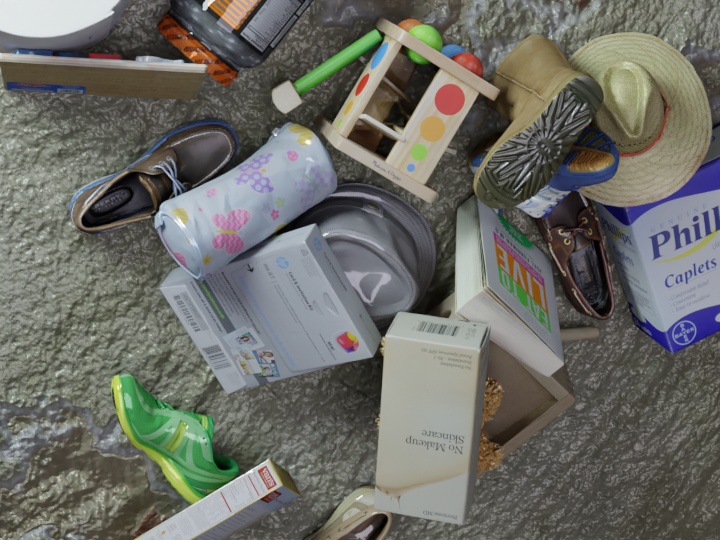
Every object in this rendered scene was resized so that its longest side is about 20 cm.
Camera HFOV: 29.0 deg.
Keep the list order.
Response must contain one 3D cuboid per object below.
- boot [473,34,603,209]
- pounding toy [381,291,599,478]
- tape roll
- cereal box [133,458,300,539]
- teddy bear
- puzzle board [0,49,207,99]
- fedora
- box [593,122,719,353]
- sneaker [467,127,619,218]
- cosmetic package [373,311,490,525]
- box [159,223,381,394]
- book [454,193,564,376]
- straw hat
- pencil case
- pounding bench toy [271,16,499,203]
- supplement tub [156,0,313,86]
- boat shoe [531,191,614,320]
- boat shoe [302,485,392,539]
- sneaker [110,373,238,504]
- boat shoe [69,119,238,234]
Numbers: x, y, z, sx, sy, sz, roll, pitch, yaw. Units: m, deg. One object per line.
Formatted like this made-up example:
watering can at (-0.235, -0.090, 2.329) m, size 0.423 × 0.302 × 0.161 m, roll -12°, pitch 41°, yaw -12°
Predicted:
boot at (0.170, -0.160, 1.479) m, size 0.175 × 0.200 × 0.066 m, roll -44°, pitch 111°, yaw 7°
pounding toy at (0.157, 0.108, 1.608) m, size 0.200 × 0.143 × 0.184 m, roll -41°, pitch 111°, yaw 18°
tape roll at (-0.310, -0.312, 1.332) m, size 0.201 × 0.139 × 0.205 m, roll 0°, pitch 90°, yaw -13°
cereal box at (-0.169, 0.285, 1.580) m, size 0.199 × 0.144 × 0.040 m, roll -31°, pitch 75°, yaw -3°
teddy bear at (0.088, 0.147, 1.510) m, size 0.143 × 0.067 × 0.202 m, roll 1°, pitch 116°, yaw 2°
puzzle board at (-0.261, -0.198, 1.404) m, size 0.198 × 0.151 × 0.018 m, roll 2°, pitch 87°, yaw -12°
fedora at (0.000, 0.000, 1.550) m, size 0.199 × 0.090 × 0.178 m, roll 31°, pitch 99°, yaw -19°
box at (0.392, -0.039, 1.617) m, size 0.183 × 0.105 × 0.201 m, roll -25°, pitch 110°, yaw -4°
sneaker at (0.210, -0.102, 1.521) m, size 0.075 × 0.199 × 0.089 m, roll -39°, pitch 117°, yaw -30°
cosmetic package at (0.074, 0.153, 1.449) m, size 0.102 × 0.073 × 0.202 m, roll 7°, pitch 110°, yaw 12°
box at (-0.099, 0.045, 1.513) m, size 0.199 × 0.041 × 0.157 m, roll -16°, pitch 117°, yaw 31°
book at (0.164, 0.015, 1.535) m, size 0.133 × 0.201 × 0.048 m, roll 39°, pitch 116°, yaw -21°
straw hat at (0.288, -0.177, 1.509) m, size 0.199 × 0.085 × 0.203 m, roll -2°, pitch 78°, yaw 9°
pencil case at (-0.119, -0.075, 1.472) m, size 0.199 × 0.083 × 0.091 m, roll -36°, pitch 110°, yaw -23°
pounding bench toy at (0.022, -0.198, 1.474) m, size 0.199 × 0.124 × 0.157 m, roll 28°, pitch 99°, yaw -19°
supplement tub at (-0.110, -0.295, 1.417) m, size 0.122 × 0.123 × 0.200 m, roll 39°, pitch 97°, yaw -20°
boat shoe at (0.249, -0.036, 1.606) m, size 0.070 × 0.070 × 0.201 m, roll -26°, pitch 110°, yaw -2°
boat shoe at (-0.036, 0.348, 1.666) m, size 0.071 × 0.065 × 0.201 m, roll 35°, pitch 97°, yaw -20°
sneaker at (-0.210, 0.179, 1.573) m, size 0.083 × 0.074 × 0.200 m, roll -36°, pitch 120°, yaw 3°
boat shoe at (-0.216, -0.091, 1.483) m, size 0.199 × 0.072 × 0.073 m, roll -32°, pitch 110°, yaw -1°
